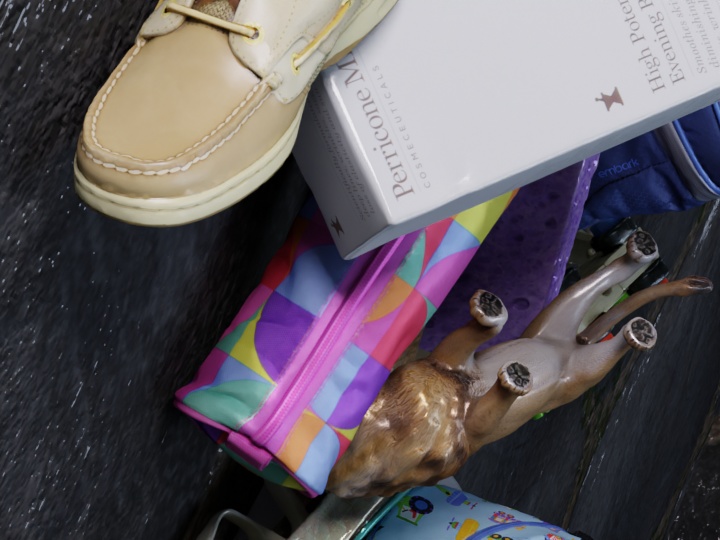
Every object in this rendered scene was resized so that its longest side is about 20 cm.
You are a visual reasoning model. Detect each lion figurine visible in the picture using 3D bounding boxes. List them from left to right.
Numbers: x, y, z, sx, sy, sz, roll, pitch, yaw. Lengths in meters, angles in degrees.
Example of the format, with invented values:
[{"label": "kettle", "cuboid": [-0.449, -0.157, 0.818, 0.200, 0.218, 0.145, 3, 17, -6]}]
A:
[{"label": "lion figurine", "cuboid": [0.068, 0.051, 1.166, 0.199, 0.073, 0.123, -10, 154, -37]}]

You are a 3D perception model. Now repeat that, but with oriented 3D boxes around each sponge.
[{"label": "sponge", "cuboid": [0.059, -0.052, 1.216, 0.030, 0.111, 0.201, -35, 144, -60]}]

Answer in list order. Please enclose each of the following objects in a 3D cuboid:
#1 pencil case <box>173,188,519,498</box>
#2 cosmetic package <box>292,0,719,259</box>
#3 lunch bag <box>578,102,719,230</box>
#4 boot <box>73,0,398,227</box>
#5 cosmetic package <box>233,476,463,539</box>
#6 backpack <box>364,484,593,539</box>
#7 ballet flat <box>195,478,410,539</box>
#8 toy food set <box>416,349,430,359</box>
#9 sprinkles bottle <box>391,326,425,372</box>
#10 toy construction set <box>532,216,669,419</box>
[{"label": "pencil case", "cuboid": [0.000, 0.000, 1.085, 0.201, 0.088, 0.088, -58, 165, -2]}, {"label": "cosmetic package", "cuboid": [0.067, -0.090, 1.014, 0.199, 0.102, 0.074, -24, 176, -20]}, {"label": "lunch bag", "cuboid": [0.146, -0.134, 1.248, 0.201, 0.132, 0.136, 63, 35, -18]}, {"label": "boot", "cuboid": [-0.038, -0.123, 0.860, 0.200, 0.072, 0.156, -50, 154, -40]}, {"label": "cosmetic package", "cuboid": [-0.013, 0.182, 1.295, 0.201, 0.051, 0.151, -60, 138, -27]}, {"label": "backpack", "cuboid": [0.074, 0.207, 1.260, 0.200, 0.134, 0.184, 39, 66, -48]}, {"label": "ballet flat", "cuboid": [-0.034, 0.126, 1.192, 0.200, 0.062, 0.067, -47, -173, -34]}, {"label": "toy food set", "cuboid": [0.062, -0.045, 1.337, 0.144, 0.060, 0.201, -49, 155, -52]}, {"label": "sprinkles bottle", "cuboid": [0.012, -0.020, 1.184, 0.068, 0.068, 0.201, -33, 142, -65]}, {"label": "toy construction set", "cuboid": [0.109, 0.022, 1.494, 0.131, 0.092, 0.200, -33, -159, 52]}]
